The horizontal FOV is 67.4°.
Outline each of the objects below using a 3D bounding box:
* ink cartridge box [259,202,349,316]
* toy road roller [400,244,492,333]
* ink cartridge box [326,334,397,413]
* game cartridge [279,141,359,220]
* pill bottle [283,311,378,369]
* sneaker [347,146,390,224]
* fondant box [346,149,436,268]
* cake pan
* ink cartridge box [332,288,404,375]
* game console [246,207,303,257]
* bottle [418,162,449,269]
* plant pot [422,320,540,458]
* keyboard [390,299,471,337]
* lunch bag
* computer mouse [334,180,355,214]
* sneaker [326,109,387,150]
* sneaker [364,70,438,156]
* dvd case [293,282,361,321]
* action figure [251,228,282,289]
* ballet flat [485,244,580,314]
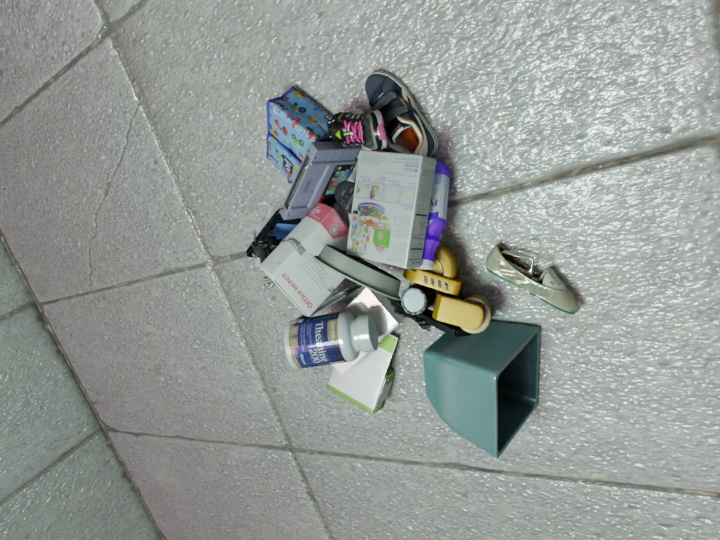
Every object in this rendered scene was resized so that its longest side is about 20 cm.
[{"bbox_3d":[-0.104,-0.024,1.200,0.082,0.200,0.147,29,162,53],"label":"ink cartridge box"},{"bbox_3d":[0.182,0.030,1.105,0.196,0.123,0.149,17,98,15],"label":"toy road roller"},{"bbox_3d":[0.017,0.233,1.372,0.146,0.075,0.204,23,100,24],"label":"ink cartridge box"},{"bbox_3d":[-0.088,-0.193,1.179,0.039,0.128,0.201,58,136,27],"label":"game cartridge"},{"bbox_3d":[-0.064,0.153,1.215,0.195,0.111,0.113,-11,109,15],"label":"pill bottle"},{"bbox_3d":[0.041,-0.156,1.144,0.111,0.071,0.204,27,125,26],"label":"sneaker"},{"bbox_3d":[0.056,-0.117,1.020,0.142,0.058,0.205,14,99,35],"label":"fondant box"},{"bbox_3d":[0.000,0.000,1.100,0.198,0.200,0.037,28,94,21],"label":"cake pan"},{"bbox_3d":[-0.006,0.141,1.293,0.200,0.067,0.117,-44,85,18],"label":"ink cartridge box"},{"bbox_3d":[-0.159,-0.046,1.320,0.200,0.170,0.121,-43,59,41],"label":"game console"},{"bbox_3d":[0.127,-0.106,1.053,0.082,0.065,0.205,4,84,26],"label":"bottle"},{"bbox_3d":[0.240,0.221,1.127,0.197,0.194,0.201,14,122,39],"label":"plant pot"},{"bbox_3d":[0.134,0.100,1.144,0.198,0.125,0.021,24,102,50],"label":"keyboard"},{"bbox_3d":[-0.140,-0.275,1.216,0.150,0.094,0.201,40,143,12],"label":"lunch bag"},{"bbox_3d":[0.020,-0.116,1.101,0.200,0.034,0.059,44,112,23],"label":"computer mouse"},{"bbox_3d":[-0.012,-0.269,1.048,0.200,0.086,0.075,-135,31,-60],"label":"sneaker"},{"bbox_3d":[0.068,-0.299,1.044,0.201,0.079,0.078,50,133,5],"label":"sneaker"},{"bbox_3d":[-0.057,0.064,1.279,0.199,0.148,0.016,-31,89,42],"label":"dvd case"},{"bbox_3d":[-0.195,-0.014,1.265,0.101,0.121,0.199,-31,131,30],"label":"action figure"},{"bbox_3d":[0.331,0.013,1.030,0.197,0.067,0.063,29,118,20],"label":"ballet flat"}]
